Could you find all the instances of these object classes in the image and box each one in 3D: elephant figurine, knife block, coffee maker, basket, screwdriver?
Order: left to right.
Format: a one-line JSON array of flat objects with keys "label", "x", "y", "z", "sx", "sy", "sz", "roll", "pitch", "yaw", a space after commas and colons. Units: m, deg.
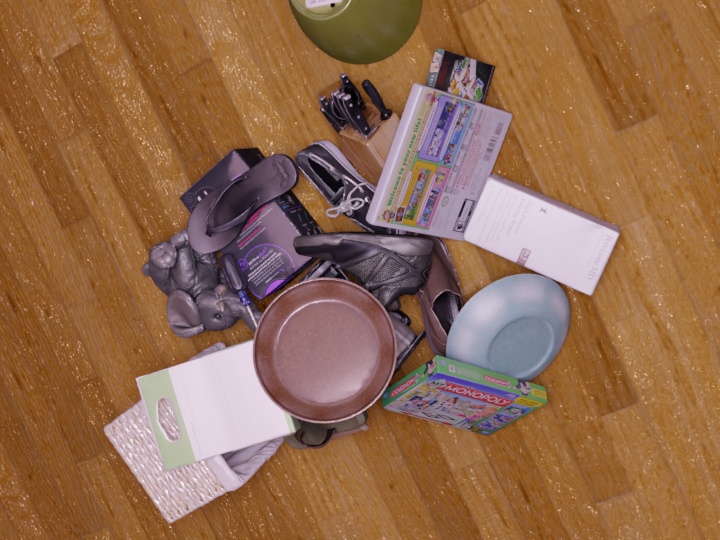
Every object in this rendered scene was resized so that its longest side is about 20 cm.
[{"label": "basket", "x": -0.255, "y": 0.254, "z": 1.419, "sx": 0.161, "sy": 0.198, "sz": 0.200, "roll": -36, "pitch": 91, "yaw": 22}, {"label": "elephant figurine", "x": -0.244, "y": 0.041, "z": 1.402, "sx": 0.141, "sy": 0.155, "sz": 0.200, "roll": -28, "pitch": 86, "yaw": -8}, {"label": "screwdriver", "x": -0.156, "y": 0.065, "z": 1.319, "sx": 0.029, "sy": 0.028, "sz": 0.200, "roll": -32, "pitch": 82, "yaw": 25}, {"label": "coffee maker", "x": -0.035, "y": 0.106, "z": 1.364, "sx": 0.200, "sy": 0.135, "sz": 0.192, "roll": 39, "pitch": 108, "yaw": 5}, {"label": "knife block", "x": 0.031, "y": -0.183, "z": 1.268, "sx": 0.200, "sy": 0.176, "sz": 0.064, "roll": 42, "pitch": 81, "yaw": 4}]

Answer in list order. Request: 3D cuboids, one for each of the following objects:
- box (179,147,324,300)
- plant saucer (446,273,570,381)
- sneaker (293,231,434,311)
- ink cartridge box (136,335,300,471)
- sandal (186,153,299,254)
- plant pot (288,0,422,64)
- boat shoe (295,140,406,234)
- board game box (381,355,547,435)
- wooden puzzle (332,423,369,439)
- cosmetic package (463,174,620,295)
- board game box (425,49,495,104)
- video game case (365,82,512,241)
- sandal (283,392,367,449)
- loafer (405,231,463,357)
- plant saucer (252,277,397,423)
[{"label": "box", "x": -0.156, "y": -0.074, "z": 1.376, "sx": 0.122, "sy": 0.106, "sz": 0.200, "roll": -38, "pitch": 89, "yaw": 16}, {"label": "plant saucer", "x": 0.220, "y": 0.101, "z": 1.287, "sx": 0.200, "sy": 0.039, "sz": 0.201, "roll": -10, "pitch": 121, "yaw": -16}, {"label": "sneaker", "x": 0.000, "y": 0.000, "z": 1.280, "sx": 0.199, "sy": 0.076, "sz": 0.115, "roll": 6, "pitch": 94, "yaw": -2}, {"label": "ink cartridge box", "x": -0.202, "y": 0.189, "z": 1.292, "sx": 0.200, "sy": 0.048, "sz": 0.146, "roll": -18, "pitch": 88, "yaw": 6}, {"label": "sandal", "x": -0.179, "y": -0.100, "z": 1.299, "sx": 0.200, "sy": 0.043, "sz": 0.076, "roll": -39, "pitch": 88, "yaw": 15}, {"label": "plant pot", "x": -0.024, "y": -0.381, "z": 1.235, "sx": 0.187, "sy": 0.200, "sz": 0.188, "roll": 3, "pitch": 101, "yaw": 14}, {"label": "boat shoe", "x": -0.017, "y": -0.111, "z": 1.343, "sx": 0.199, "sy": 0.068, "sz": 0.074, "roll": 50, "pitch": 129, "yaw": 2}, {"label": "board game box", "x": 0.149, "y": 0.183, "z": 1.298, "sx": 0.200, "sy": 0.029, "sz": 0.135, "roll": 18, "pitch": 142, "yaw": -28}, {"label": "wooden puzzle", "x": -0.096, "y": 0.189, "z": 1.387, "sx": 0.185, "sy": 0.037, "sz": 0.200, "roll": 50, "pitch": 142, "yaw": -13}, {"label": "cosmetic package", "x": 0.259, "y": -0.053, "z": 1.291, "sx": 0.200, "sy": 0.074, "sz": 0.102, "roll": 24, "pitch": 106, "yaw": 10}, {"label": "board game box", "x": 0.122, "y": -0.205, "z": 1.285, "sx": 0.023, "sy": 0.105, "sz": 0.200, "roll": 29, "pitch": 108, "yaw": 47}, {"label": "video game case", "x": 0.113, "y": -0.147, "z": 1.271, "sx": 0.022, "sy": 0.182, "sz": 0.200, "roll": 37, "pitch": 113, "yaw": 48}, {"label": "sandal", "x": -0.066, "y": 0.225, "z": 1.320, "sx": 0.080, "sy": 0.057, "sz": 0.201, "roll": 45, "pitch": 143, "yaw": -8}, {"label": "loafer", "x": 0.120, "y": 0.026, "z": 1.320, "sx": 0.073, "sy": 0.071, "sz": 0.200, "roll": -16, "pitch": 83, "yaw": -19}, {"label": "plant saucer", "x": -0.048, "y": 0.111, "z": 1.250, "sx": 0.200, "sy": 0.037, "sz": 0.201, "roll": -1, "pitch": 77, "yaw": 4}]
